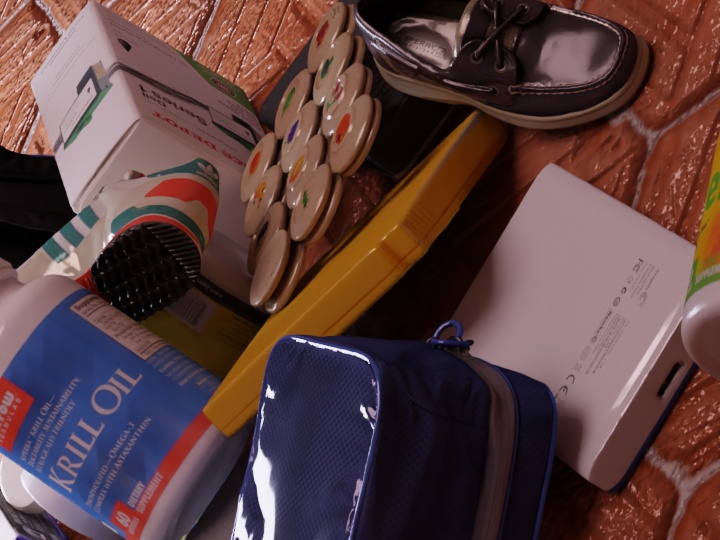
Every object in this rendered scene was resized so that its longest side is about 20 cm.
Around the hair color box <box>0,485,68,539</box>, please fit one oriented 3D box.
[{"bbox_3d":[-0.276,0.256,1.886,0.200,0.065,0.109,-60,27,5],"label":"hair color box"}]

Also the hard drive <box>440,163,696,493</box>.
[{"bbox_3d":[0.120,0.027,1.484,0.132,0.025,0.200,-59,28,3],"label":"hard drive"}]

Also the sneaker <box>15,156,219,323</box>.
[{"bbox_3d":[-0.157,-0.008,1.715,0.200,0.070,0.094,-29,27,41],"label":"sneaker"}]

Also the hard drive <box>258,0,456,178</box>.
[{"bbox_3d":[0.016,-0.136,1.777,0.140,0.033,0.200,-54,25,-6],"label":"hard drive"}]

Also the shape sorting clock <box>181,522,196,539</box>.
[{"bbox_3d":[-0.094,0.214,1.649,0.200,0.039,0.200,-40,34,34],"label":"shape sorting clock"}]

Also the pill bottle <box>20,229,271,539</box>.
[{"bbox_3d":[-0.133,0.073,1.769,0.200,0.112,0.112,-56,28,9],"label":"pill bottle"}]

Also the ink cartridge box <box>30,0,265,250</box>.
[{"bbox_3d":[-0.135,-0.084,1.885,0.084,0.146,0.200,-52,29,15],"label":"ink cartridge box"}]

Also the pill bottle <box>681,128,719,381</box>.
[{"bbox_3d":[0.222,-0.045,1.291,0.111,0.111,0.201,-22,46,50],"label":"pill bottle"}]

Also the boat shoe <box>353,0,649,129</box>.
[{"bbox_3d":[0.077,-0.133,1.616,0.200,0.065,0.072,14,75,41],"label":"boat shoe"}]

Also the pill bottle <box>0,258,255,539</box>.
[{"bbox_3d":[-0.172,0.073,1.639,0.112,0.200,0.112,-55,-9,-14],"label":"pill bottle"}]

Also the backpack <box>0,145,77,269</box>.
[{"bbox_3d":[-0.247,-0.007,1.953,0.200,0.190,0.154,-109,38,-56],"label":"backpack"}]

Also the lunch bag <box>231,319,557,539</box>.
[{"bbox_3d":[0.022,0.123,1.431,0.136,0.132,0.201,16,94,61],"label":"lunch bag"}]

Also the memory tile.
[{"bbox_3d":[-0.035,-0.073,1.698,0.154,0.017,0.200,-61,18,21],"label":"memory tile"}]

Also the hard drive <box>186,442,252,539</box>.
[{"bbox_3d":[-0.051,0.168,1.563,0.200,0.033,0.139,-56,33,-11],"label":"hard drive"}]

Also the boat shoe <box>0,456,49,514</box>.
[{"bbox_3d":[-0.171,0.083,1.871,0.072,0.068,0.200,33,100,40],"label":"boat shoe"}]

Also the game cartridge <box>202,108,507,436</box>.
[{"bbox_3d":[0.000,0.000,1.614,0.176,0.032,0.200,-43,7,29],"label":"game cartridge"}]
